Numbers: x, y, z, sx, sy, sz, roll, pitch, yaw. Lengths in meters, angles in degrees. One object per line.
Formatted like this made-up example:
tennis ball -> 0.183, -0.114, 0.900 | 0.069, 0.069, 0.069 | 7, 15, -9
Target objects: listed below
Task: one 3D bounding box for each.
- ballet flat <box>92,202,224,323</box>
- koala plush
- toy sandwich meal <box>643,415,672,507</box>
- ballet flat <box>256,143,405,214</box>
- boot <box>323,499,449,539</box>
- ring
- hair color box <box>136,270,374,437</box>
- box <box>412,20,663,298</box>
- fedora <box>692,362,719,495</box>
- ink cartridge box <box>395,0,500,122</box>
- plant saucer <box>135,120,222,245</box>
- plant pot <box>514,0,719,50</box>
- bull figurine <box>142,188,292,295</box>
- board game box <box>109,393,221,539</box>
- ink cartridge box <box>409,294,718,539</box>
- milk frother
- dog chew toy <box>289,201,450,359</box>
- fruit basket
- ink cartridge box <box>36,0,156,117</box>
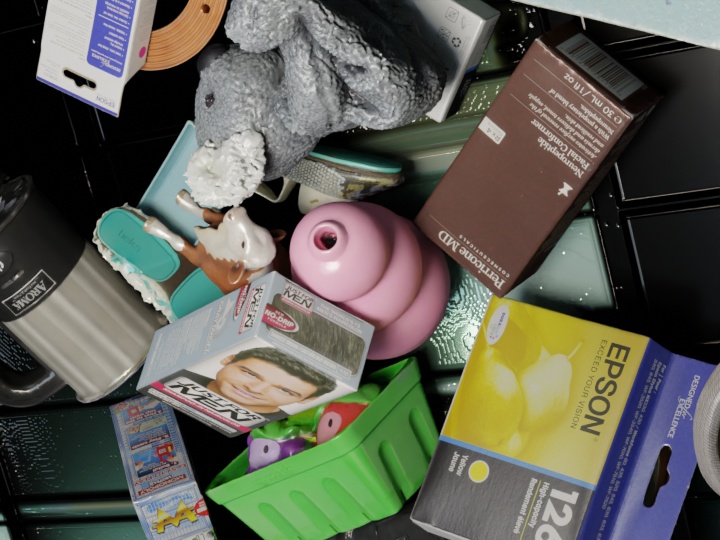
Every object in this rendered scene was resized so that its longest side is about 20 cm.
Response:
ballet flat -> -0.158, 0.015, 1.585 | 0.200, 0.072, 0.072 | 43, 124, 21
koala plush -> -0.056, -0.141, 1.385 | 0.184, 0.177, 0.200 | 40, 116, -14
toy sandwich meal -> 0.173, 0.138, 1.463 | 0.205, 0.070, 0.206 | 11, 113, 27
ballet flat -> -0.050, -0.085, 1.512 | 0.200, 0.072, 0.072 | 22, 118, 30
boot -> 0.091, 0.252, 1.524 | 0.200, 0.066, 0.165 | -24, 128, 35
ring -> -0.195, -0.276, 1.557 | 0.200, 0.019, 0.201 | 11, 114, 26
hair color box -> -0.088, 0.072, 1.426 | 0.099, 0.061, 0.200 | 29, 150, -24
box -> 0.137, -0.087, 1.400 | 0.100, 0.075, 0.200 | 40, 125, 11
fedora -> 0.346, 0.099, 1.323 | 0.177, 0.090, 0.200 | 44, 112, -9
ink cartridge box -> 0.009, -0.214, 1.448 | 0.200, 0.039, 0.100 | 33, 122, 15
plant saucer -> -0.155, -0.062, 1.575 | 0.070, 0.019, 0.200 | 50, 145, 6
plant pot -> 0.220, -0.271, 1.218 | 0.196, 0.196, 0.201 | 18, 106, 24
bull figurine -> -0.103, -0.014, 1.463 | 0.121, 0.200, 0.065 | 33, 82, 21
board game box -> -0.169, 0.226, 1.627 | 0.062, 0.200, 0.201 | -19, 99, -6
ink cartridge box -> 0.160, 0.136, 1.384 | 0.200, 0.047, 0.198 | 14, 77, 33
milk frother -> -0.298, 0.006, 1.666 | 0.180, 0.200, 0.188 | -29, 116, 27
dog chew toy -> 0.000, 0.000, 1.434 | 0.124, 0.200, 0.125 | -4, 74, 15
fruit basket -> -0.046, 0.121, 1.545 | 0.215, 0.155, 0.216 | 18, 127, 26
ink cartridge box -> -0.225, -0.245, 1.554 | 0.095, 0.037, 0.200 | 26, 117, 19
